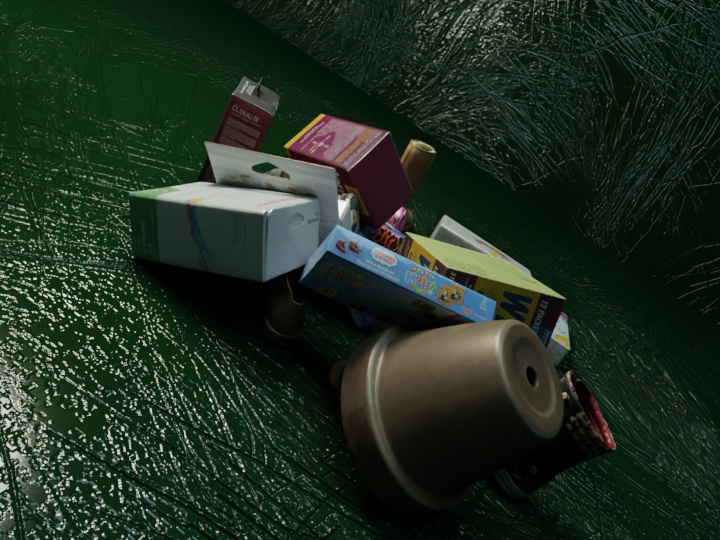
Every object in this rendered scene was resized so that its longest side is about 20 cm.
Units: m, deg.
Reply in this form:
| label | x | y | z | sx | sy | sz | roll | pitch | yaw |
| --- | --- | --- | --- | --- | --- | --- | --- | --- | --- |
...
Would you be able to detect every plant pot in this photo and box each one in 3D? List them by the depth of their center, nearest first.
| label | x | y | z | sx | sy | sz | roll | pitch | yaw |
| --- | --- | --- | --- | --- | --- | --- | --- | --- | --- |
| plant pot | 0.103 | 0.132 | 0.584 | 0.198 | 0.173 | 0.204 | 26 | 50 | -36 |

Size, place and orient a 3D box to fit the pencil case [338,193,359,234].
| label | x | y | z | sx | sy | sz | roll | pitch | yaw |
| --- | --- | --- | --- | --- | --- | --- | --- | --- | --- |
| pencil case | -0.092 | -0.090 | 0.901 | 0.195 | 0.080 | 0.089 | 9 | 9 | 17 |

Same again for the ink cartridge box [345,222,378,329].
| label | x | y | z | sx | sy | sz | roll | pitch | yaw |
| --- | --- | --- | --- | --- | --- | --- | --- | --- | --- |
| ink cartridge box | 0.000 | 0.000 | 0.916 | 0.201 | 0.043 | 0.096 | -82 | 151 | -66 |

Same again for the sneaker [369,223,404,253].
| label | x | y | z | sx | sy | sz | roll | pitch | yaw |
| --- | --- | --- | --- | --- | --- | --- | --- | --- | --- |
| sneaker | 0.029 | -0.067 | 1.088 | 0.199 | 0.076 | 0.078 | 35 | -2 | 30 |

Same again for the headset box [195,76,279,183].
| label | x | y | z | sx | sy | sz | roll | pitch | yaw |
| --- | --- | --- | --- | --- | --- | --- | --- | --- | --- |
| headset box | -0.204 | -0.225 | 0.963 | 0.074 | 0.202 | 0.150 | 24 | 24 | -16 |

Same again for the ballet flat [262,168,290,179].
| label | x | y | z | sx | sy | sz | roll | pitch | yaw |
| --- | --- | --- | --- | --- | --- | --- | --- | --- | --- |
| ballet flat | -0.121 | -0.148 | 1.014 | 0.198 | 0.065 | 0.075 | 30 | 33 | 34 |

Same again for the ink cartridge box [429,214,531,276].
| label | x | y | z | sx | sy | sz | roll | pitch | yaw |
| --- | --- | --- | --- | --- | --- | --- | --- | --- | --- |
| ink cartridge box | 0.200 | 0.016 | 1.067 | 0.198 | 0.147 | 0.084 | 32 | 21 | 1 |

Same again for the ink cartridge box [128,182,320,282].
| label | x | y | z | sx | sy | sz | roll | pitch | yaw |
| --- | --- | --- | --- | --- | --- | --- | --- | --- | --- |
| ink cartridge box | -0.166 | -0.055 | 0.722 | 0.195 | 0.090 | 0.145 | 8 | 15 | 21 |

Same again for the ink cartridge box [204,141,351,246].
| label | x | y | z | sx | sy | sz | roll | pitch | yaw |
| --- | --- | --- | --- | --- | --- | --- | --- | --- | --- |
| ink cartridge box | -0.110 | -0.101 | 0.802 | 0.195 | 0.176 | 0.044 | 14 | 48 | 15 |

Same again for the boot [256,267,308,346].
| label | x | y | z | sx | sy | sz | roll | pitch | yaw |
| --- | --- | --- | --- | --- | --- | --- | --- | --- | --- |
| boot | -0.099 | 0.015 | 0.782 | 0.072 | 0.077 | 0.201 | 17 | 24 | -21 |

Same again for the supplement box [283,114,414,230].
| label | x | y | z | sx | sy | sz | roll | pitch | yaw |
| --- | --- | --- | --- | --- | --- | --- | --- | --- | --- |
| supplement box | -0.021 | -0.173 | 0.979 | 0.199 | 0.103 | 0.132 | 28 | -25 | 47 |

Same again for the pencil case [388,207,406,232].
| label | x | y | z | sx | sy | sz | roll | pitch | yaw |
| --- | --- | --- | --- | --- | --- | --- | --- | --- | --- |
| pencil case | 0.011 | -0.145 | 1.215 | 0.198 | 0.095 | 0.091 | 36 | 25 | 8 |

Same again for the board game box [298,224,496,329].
| label | x | y | z | sx | sy | sz | roll | pitch | yaw |
| --- | --- | --- | --- | --- | --- | --- | --- | --- | --- |
| board game box | 0.035 | 0.026 | 0.664 | 0.196 | 0.037 | 0.151 | 24 | -20 | -11 |

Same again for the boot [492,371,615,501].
| label | x | y | z | sx | sy | sz | roll | pitch | yaw |
| --- | --- | --- | --- | --- | --- | --- | --- | --- | --- |
| boot | 0.199 | 0.165 | 0.698 | 0.073 | 0.150 | 0.203 | -10 | 68 | -55 |

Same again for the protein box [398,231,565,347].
| label | x | y | z | sx | sy | sz | roll | pitch | yaw |
| --- | --- | --- | --- | --- | --- | --- | --- | --- | --- |
| protein box | 0.162 | 0.052 | 0.873 | 0.194 | 0.138 | 0.200 | 14 | 13 | -17 |

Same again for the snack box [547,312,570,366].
| label | x | y | z | sx | sy | sz | roll | pitch | yaw |
| --- | --- | --- | --- | --- | --- | --- | --- | --- | --- |
| snack box | 0.375 | 0.108 | 1.224 | 0.141 | 0.054 | 0.200 | 34 | 23 | 7 |

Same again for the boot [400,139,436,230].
| label | x | y | z | sx | sy | sz | roll | pitch | yaw |
| --- | --- | --- | --- | --- | --- | --- | --- | --- | --- |
| boot | 0.115 | -0.189 | 1.294 | 0.066 | 0.202 | 0.174 | 38 | 24 | 19 |

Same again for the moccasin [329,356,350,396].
| label | x | y | z | sx | sy | sz | roll | pitch | yaw |
| --- | --- | --- | --- | --- | --- | --- | --- | --- | --- |
| moccasin | 0.036 | 0.135 | 0.716 | 0.199 | 0.075 | 0.077 | 8 | 11 | -44 |
